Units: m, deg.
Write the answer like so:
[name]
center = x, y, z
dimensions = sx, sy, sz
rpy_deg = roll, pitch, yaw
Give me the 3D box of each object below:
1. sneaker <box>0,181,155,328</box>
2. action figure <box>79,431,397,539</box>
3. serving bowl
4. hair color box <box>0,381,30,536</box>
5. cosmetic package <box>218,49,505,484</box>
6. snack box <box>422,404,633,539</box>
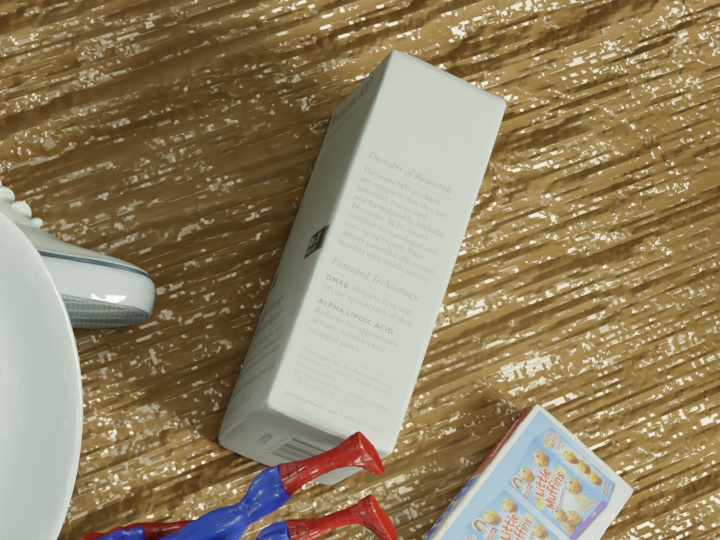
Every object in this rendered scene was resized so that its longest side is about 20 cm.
[sneaker]
center = -0.194, -0.022, 0.949
dimensions = 0.199, 0.073, 0.071
rpy_deg = 14, 72, -15
[action figure]
center = -0.080, 0.139, 0.914
dimensions = 0.199, 0.052, 0.066
rpy_deg = -21, 51, 10
[serving bowl]
center = -0.206, 0.063, 0.825
dimensions = 0.200, 0.066, 0.201
rpy_deg = -1, 91, -58
[hair color box]
center = -0.213, 0.109, 0.913
dimensions = 0.099, 0.061, 0.201
rpy_deg = 13, 72, -15
[cosmetic package]
center = 0.000, 0.000, 0.991
dimensions = 0.074, 0.102, 0.201
rpy_deg = 22, 68, -12
[snack box]
center = 0.058, 0.166, 1.003
dimensions = 0.072, 0.024, 0.200
rpy_deg = 41, 67, -2
